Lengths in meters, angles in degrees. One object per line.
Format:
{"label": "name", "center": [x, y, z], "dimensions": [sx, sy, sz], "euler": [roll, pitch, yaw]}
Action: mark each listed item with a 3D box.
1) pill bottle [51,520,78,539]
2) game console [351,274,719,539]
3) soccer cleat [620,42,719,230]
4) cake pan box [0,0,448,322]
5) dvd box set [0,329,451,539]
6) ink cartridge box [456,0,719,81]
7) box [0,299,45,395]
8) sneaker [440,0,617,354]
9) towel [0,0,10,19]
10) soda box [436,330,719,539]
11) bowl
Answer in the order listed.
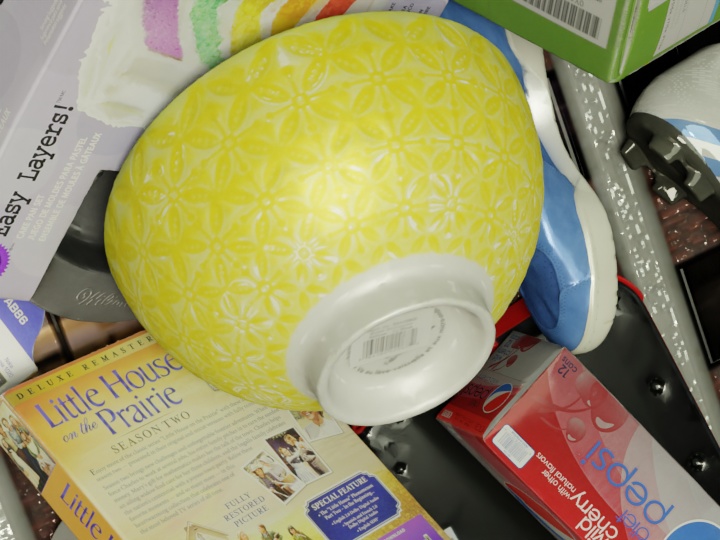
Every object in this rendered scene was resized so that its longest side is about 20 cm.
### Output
{"label": "pill bottle", "center": [-0.047, 0.173, 0.894], "dimensions": [0.200, 0.110, 0.110], "euler": [11, 88, -23]}
{"label": "game console", "center": [0.109, 0.116, 1.004], "dimensions": [0.177, 0.031, 0.200], "euler": [-33, 103, -13]}
{"label": "soccer cleat", "center": [0.227, -0.036, 1.021], "dimensions": [0.200, 0.070, 0.086], "euler": [47, 76, -17]}
{"label": "cake pan box", "center": [-0.083, -0.066, 0.822], "dimensions": [0.184, 0.052, 0.200], "euler": [9, 124, -43]}
{"label": "dvd box set", "center": [-0.050, 0.109, 0.847], "dimensions": [0.200, 0.029, 0.146], "euler": [46, 41, 18]}
{"label": "ink cartridge box", "center": [0.130, -0.186, 0.928], "dimensions": [0.200, 0.148, 0.076], "euler": [-31, 142, -39]}
{"label": "box", "center": [-0.241, 0.045, 0.847], "dimensions": [0.200, 0.041, 0.119], "euler": [-40, 106, -19]}
{"label": "sneaker", "center": [0.050, -0.046, 0.935], "dimensions": [0.111, 0.077, 0.200], "euler": [-15, 89, -26]}
{"label": "towel", "center": [-0.108, -0.108, 0.825], "dimensions": [0.192, 0.035, 0.200], "euler": [-37, 143, -2]}
{"label": "soda box", "center": [0.133, 0.122, 0.959], "dimensions": [0.063, 0.070, 0.200], "euler": [-47, 106, -9]}
{"label": "bowl", "center": [0.000, 0.000, 0.809], "dimensions": [0.200, 0.108, 0.200], "euler": [-16, 143, -13]}
